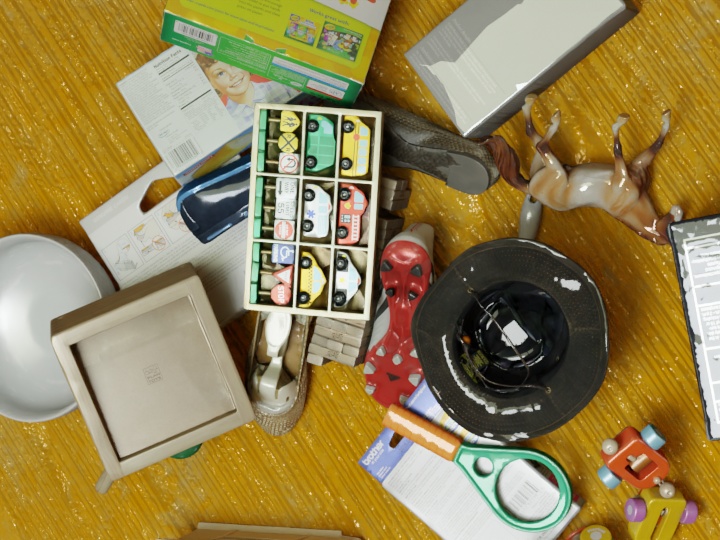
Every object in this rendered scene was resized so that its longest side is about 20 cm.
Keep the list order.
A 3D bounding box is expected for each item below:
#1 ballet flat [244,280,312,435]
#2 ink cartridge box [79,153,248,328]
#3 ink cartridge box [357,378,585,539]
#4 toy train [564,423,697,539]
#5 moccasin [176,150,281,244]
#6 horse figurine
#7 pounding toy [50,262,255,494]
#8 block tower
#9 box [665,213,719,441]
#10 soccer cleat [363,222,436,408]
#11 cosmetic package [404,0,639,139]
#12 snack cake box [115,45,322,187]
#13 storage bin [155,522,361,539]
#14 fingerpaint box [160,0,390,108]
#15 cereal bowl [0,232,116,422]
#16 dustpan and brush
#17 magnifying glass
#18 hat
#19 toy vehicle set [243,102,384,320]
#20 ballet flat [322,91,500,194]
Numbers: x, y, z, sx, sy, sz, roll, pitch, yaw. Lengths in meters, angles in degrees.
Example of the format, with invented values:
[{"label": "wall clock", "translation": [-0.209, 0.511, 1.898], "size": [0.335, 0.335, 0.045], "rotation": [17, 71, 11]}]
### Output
[{"label": "ballet flat", "translation": [-0.086, 0.086, 1.638], "size": [0.070, 0.065, 0.201], "rotation": [10, 112, 10]}, {"label": "ink cartridge box", "translation": [-0.170, -0.029, 1.693], "size": [0.200, 0.045, 0.177], "rotation": [-33, 83, 19]}, {"label": "ink cartridge box", "translation": [0.109, 0.210, 1.608], "size": [0.200, 0.042, 0.120], "rotation": [39, 106, 7]}, {"label": "toy train", "translation": [0.230, 0.224, 1.535], "size": [0.150, 0.056, 0.200], "rotation": [31, 111, -31]}, {"label": "moccasin", "translation": [-0.084, -0.088, 1.615], "size": [0.199, 0.081, 0.068], "rotation": [-22, 104, 9]}, {"label": "horse figurine", "translation": [0.213, -0.096, 1.534], "size": [0.199, 0.050, 0.133], "rotation": [7, 125, 13]}, {"label": "pounding toy", "translation": [-0.217, 0.120, 1.639], "size": [0.183, 0.142, 0.201], "rotation": [-23, 102, -6]}, {"label": "block tower", "translation": [0.000, 0.000, 1.629], "size": [0.058, 0.054, 0.201], "rotation": [17, 101, 19]}, {"label": "box", "translation": [0.397, 0.035, 1.449], "size": [0.199, 0.123, 0.200], "rotation": [-10, 89, 22]}, {"label": "soccer cleat", "translation": [0.046, 0.047, 1.612], "size": [0.068, 0.085, 0.201], "rotation": [12, 122, 14]}, {"label": "cosmetic package", "translation": [0.153, -0.225, 1.540], "size": [0.200, 0.090, 0.107], "rotation": [-36, 82, 16]}, {"label": "snack cake box", "translation": [-0.128, -0.188, 1.621], "size": [0.199, 0.067, 0.115], "rotation": [-33, 81, -1]}, {"label": "storage bin", "translation": [-0.100, 0.372, 1.673], "size": [0.197, 0.094, 0.201], "rotation": [0, 94, 20]}, {"label": "fingerpaint box", "translation": [-0.072, -0.272, 1.556], "size": [0.199, 0.073, 0.168], "rotation": [19, 73, -6]}, {"label": "cereal bowl", "translation": [-0.339, 0.058, 1.741], "size": [0.199, 0.083, 0.201], "rotation": [2, 95, 19]}, {"label": "dustpan and brush", "translation": [0.152, 0.020, 1.582], "size": [0.139, 0.057, 0.201], "rotation": [11, 105, 15]}, {"label": "magnifying glass", "translation": [0.113, 0.186, 1.573], "size": [0.199, 0.022, 0.080], "rotation": [28, 103, 12]}, {"label": "hat", "translation": [0.151, 0.058, 1.517], "size": [0.200, 0.081, 0.202], "rotation": [7, 105, 25]}, {"label": "toy vehicle set", "translation": [-0.045, -0.057, 1.558], "size": [0.123, 0.027, 0.201], "rotation": [4, 97, 6]}, {"label": "ballet flat", "translation": [0.052, -0.132, 1.609], "size": [0.199, 0.046, 0.068], "rotation": [24, 133, 22]}]
